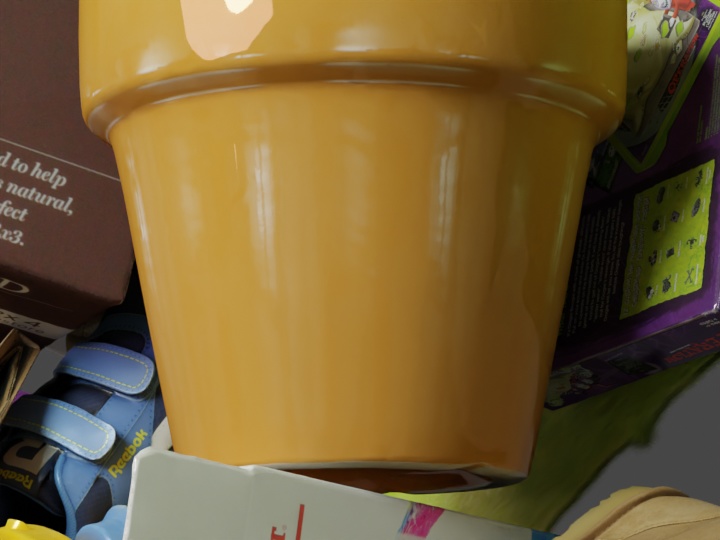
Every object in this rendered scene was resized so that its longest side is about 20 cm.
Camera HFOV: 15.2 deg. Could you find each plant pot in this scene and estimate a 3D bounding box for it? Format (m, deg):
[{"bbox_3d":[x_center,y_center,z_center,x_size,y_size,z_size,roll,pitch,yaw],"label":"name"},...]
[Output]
[{"bbox_3d":[-0.002,-0.015,0.971,0.200,0.200,0.184,-13,74,53],"label":"plant pot"}]

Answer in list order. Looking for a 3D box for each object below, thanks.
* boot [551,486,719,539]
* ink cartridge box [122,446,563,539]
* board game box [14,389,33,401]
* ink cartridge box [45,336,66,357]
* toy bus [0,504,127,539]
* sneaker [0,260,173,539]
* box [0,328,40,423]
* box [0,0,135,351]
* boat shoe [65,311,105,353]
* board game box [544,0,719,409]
[{"bbox_3d":[0.108,0.124,0.831,0.175,0.066,0.200,-43,21,-26],"label":"boot"},{"bbox_3d":[-0.015,0.133,0.923,0.068,0.200,0.115,-9,69,54],"label":"ink cartridge box"},{"bbox_3d":[-0.183,0.140,1.242,0.120,0.032,0.200,16,53,38],"label":"board game box"},{"bbox_3d":[-0.202,-0.038,1.391,0.084,0.146,0.200,-61,31,5],"label":"ink cartridge box"},{"bbox_3d":[-0.104,0.158,1.049,0.136,0.192,0.200,22,89,54],"label":"toy bus"},{"bbox_3d":[-0.111,0.072,1.144,0.074,0.082,0.200,6,74,44],"label":"sneaker"},{"bbox_3d":[-0.212,0.131,1.113,0.200,0.021,0.164,-50,10,30],"label":"box"},{"bbox_3d":[-0.188,-0.065,1.160,0.200,0.166,0.164,-26,48,63],"label":"box"},{"bbox_3d":[-0.052,-0.017,1.227,0.200,0.072,0.065,-44,-1,19],"label":"boat shoe"},{"bbox_3d":[0.112,-0.055,1.024,0.120,0.032,0.200,-20,52,48],"label":"board game box"}]
